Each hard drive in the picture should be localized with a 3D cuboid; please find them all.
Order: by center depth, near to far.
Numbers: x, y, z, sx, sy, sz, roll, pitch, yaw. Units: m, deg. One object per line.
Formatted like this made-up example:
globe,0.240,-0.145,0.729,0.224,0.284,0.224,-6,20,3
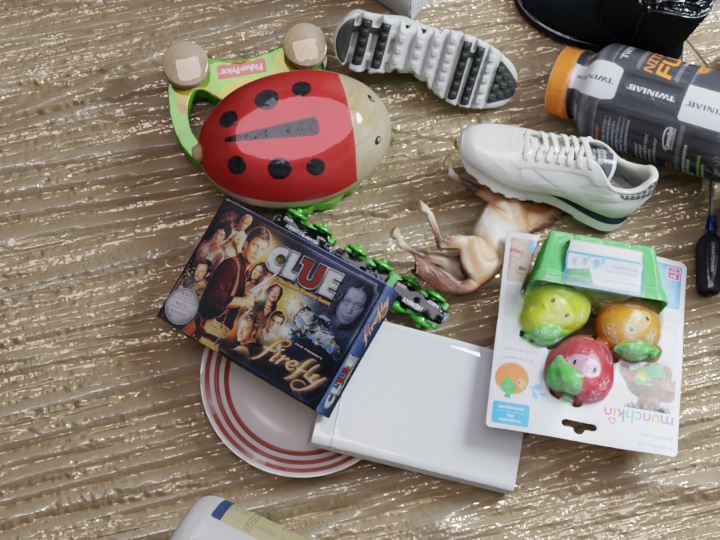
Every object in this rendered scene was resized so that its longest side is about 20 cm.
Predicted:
hard drive,0.060,0.126,1.341,0.199,0.027,0.132,15,71,-7

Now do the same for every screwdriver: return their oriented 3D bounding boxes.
screwdriver,0.360,-0.070,1.427,0.029,0.028,0.201,1,72,30

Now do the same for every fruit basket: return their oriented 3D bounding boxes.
fruit basket,0.220,0.065,1.335,0.185,0.094,0.201,10,62,-2

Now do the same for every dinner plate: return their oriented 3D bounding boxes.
dinner plate,-0.056,0.104,1.368,0.199,0.024,0.201,0,72,-1

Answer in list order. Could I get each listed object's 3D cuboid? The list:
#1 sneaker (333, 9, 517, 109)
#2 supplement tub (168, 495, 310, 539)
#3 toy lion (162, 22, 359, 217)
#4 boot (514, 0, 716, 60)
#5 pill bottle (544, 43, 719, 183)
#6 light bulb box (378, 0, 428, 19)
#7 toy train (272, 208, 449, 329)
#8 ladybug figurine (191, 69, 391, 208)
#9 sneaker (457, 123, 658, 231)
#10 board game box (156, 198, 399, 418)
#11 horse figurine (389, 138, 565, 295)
sneaker,0.069,-0.227,1.459,0.199,0.081,0.075,19,111,-10
supplement tub,-0.081,0.301,1.236,0.200,0.144,0.145,24,73,8
toy lion,-0.092,-0.146,1.439,0.199,0.069,0.192,-9,79,-3
boot,0.256,-0.284,1.427,0.200,0.168,0.077,32,74,10
pill bottle,0.288,-0.165,1.410,0.199,0.106,0.106,20,72,20
light bulb box,0.012,-0.396,1.447,0.200,0.198,0.125,37,76,12
toy train,0.000,0.000,1.387,0.200,0.056,0.042,31,86,9
ladybug figurine,-0.067,-0.131,1.376,0.199,0.072,0.136,-13,86,-3
sneaker,0.194,-0.108,1.384,0.199,0.081,0.077,16,62,-14
board game box,-0.081,0.033,1.333,0.200,0.035,0.136,27,85,26
horse figurine,0.114,-0.042,1.394,0.132,0.050,0.200,40,60,-8
